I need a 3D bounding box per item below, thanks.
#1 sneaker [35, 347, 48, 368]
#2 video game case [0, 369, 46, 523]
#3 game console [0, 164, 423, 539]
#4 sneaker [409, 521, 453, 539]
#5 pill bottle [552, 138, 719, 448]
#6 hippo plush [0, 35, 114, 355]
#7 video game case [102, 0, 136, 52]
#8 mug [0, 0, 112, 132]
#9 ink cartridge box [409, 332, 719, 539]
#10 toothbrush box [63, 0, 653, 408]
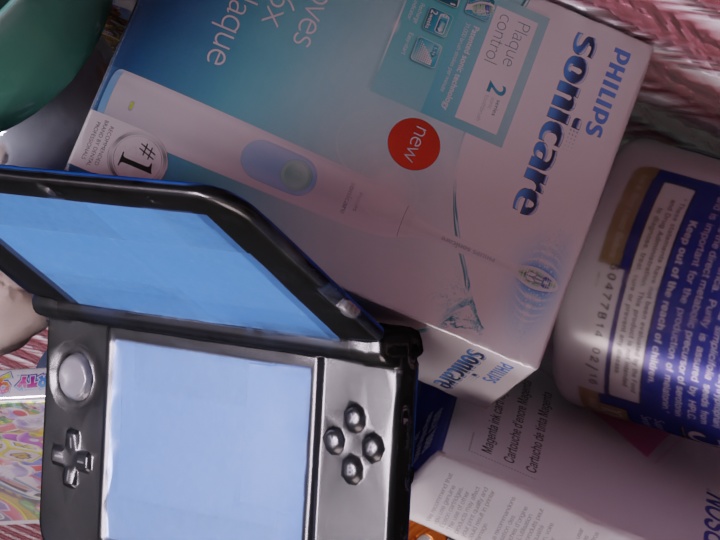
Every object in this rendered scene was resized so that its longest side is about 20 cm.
[{"bbox_3d":[-0.080,0.105,1.375,0.200,0.082,0.070,36,-170,-4],"label":"sneaker"},{"bbox_3d":[-0.111,0.080,1.259,0.199,0.018,0.143,-4,152,19],"label":"video game case"},{"bbox_3d":[-0.087,0.047,1.078,0.200,0.171,0.118,7,-175,42],"label":"game console"},{"bbox_3d":[0.047,0.105,1.487,0.076,0.200,0.092,29,-162,-16],"label":"sneaker"},{"bbox_3d":[0.192,0.025,1.155,0.199,0.120,0.120,16,163,18],"label":"pill bottle"},{"bbox_3d":[-0.137,-0.079,1.216,0.200,0.159,0.161,59,156,26],"label":"hippo plush"},{"bbox_3d":[-0.163,-0.122,1.316,0.143,0.018,0.200,20,163,7],"label":"video game case"},{"bbox_3d":[-0.182,-0.136,1.086,0.185,0.152,0.114,47,175,20],"label":"mug"},{"bbox_3d":[0.079,0.070,1.204,0.200,0.043,0.196,25,-158,-2],"label":"ink cartridge box"},{"bbox_3d":[-0.004,-0.053,1.108,0.200,0.147,0.085,24,163,-6],"label":"toothbrush box"}]
